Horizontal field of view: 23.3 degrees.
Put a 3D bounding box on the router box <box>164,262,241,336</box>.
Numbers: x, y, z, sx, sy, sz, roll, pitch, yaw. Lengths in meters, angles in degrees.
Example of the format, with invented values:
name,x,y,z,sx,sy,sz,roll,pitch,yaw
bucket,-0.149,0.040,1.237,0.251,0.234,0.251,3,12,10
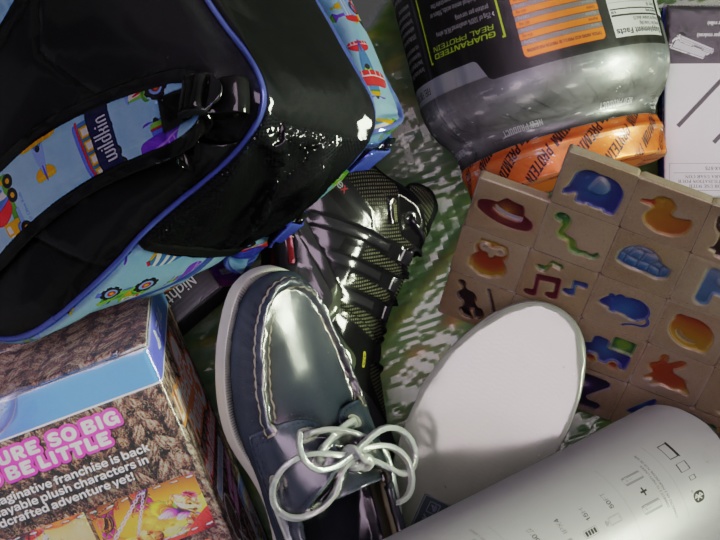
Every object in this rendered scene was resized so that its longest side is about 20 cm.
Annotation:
name,x,y,z,sx,sy,sz,roll,pitch,yaw
router box,-0.182,0.013,0.874,0.200,0.051,0.149,-40,86,9

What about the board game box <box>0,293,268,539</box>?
name,x,y,z,sx,sy,sz,roll,pitch,yaw
board game box,-0.134,0.127,0.813,0.159,0.097,0.201,-19,110,2

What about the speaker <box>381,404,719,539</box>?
name,x,y,z,sx,sy,sz,roll,pitch,yaw
speaker,0.078,0.127,0.757,0.200,0.081,0.081,-21,85,-38

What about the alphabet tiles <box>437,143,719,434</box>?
name,x,y,z,sx,sy,sz,roll,pitch,yaw
alphabet tiles,0.138,0.022,0.810,0.199,0.167,0.008,21,50,5

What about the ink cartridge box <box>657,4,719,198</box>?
name,x,y,z,sx,sy,sz,roll,pitch,yaw
ink cartridge box,0.246,-0.081,0.847,0.199,0.044,0.095,0,90,5

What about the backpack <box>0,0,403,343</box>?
name,x,y,z,sx,sy,sz,roll,pitch,yaw
backpack,-0.106,-0.067,0.758,0.200,0.134,0.183,-42,65,28

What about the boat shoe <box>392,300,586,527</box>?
name,x,y,z,sx,sy,sz,roll,pitch,yaw
boat shoe,0.045,0.102,0.846,0.070,0.072,0.201,29,98,5

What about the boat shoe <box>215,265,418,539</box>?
name,x,y,z,sx,sy,sz,roll,pitch,yaw
boat shoe,-0.014,0.096,0.772,0.075,0.062,0.201,-12,96,-35

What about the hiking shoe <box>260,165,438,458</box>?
name,x,y,z,sx,sy,sz,roll,pitch,yaw
hiking shoe,0.000,0.000,0.850,0.100,0.076,0.201,-19,103,-16

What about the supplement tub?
name,x,y,z,sx,sy,sz,roll,pitch,yaw
supplement tub,0.074,-0.139,0.827,0.122,0.123,0.201,-14,87,5
